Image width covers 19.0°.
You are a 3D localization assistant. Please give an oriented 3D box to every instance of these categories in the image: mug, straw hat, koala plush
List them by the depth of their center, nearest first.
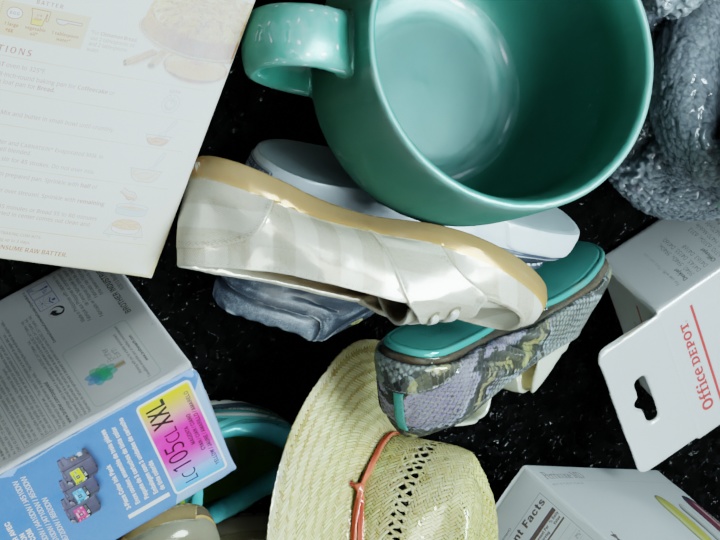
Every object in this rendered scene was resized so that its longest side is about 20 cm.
[{"bbox_3d":[0.039,-0.107,1.056,0.185,0.114,0.153,37,73,-15],"label":"mug"},{"bbox_3d":[0.229,-0.075,1.143,0.176,0.200,0.185,0,120,-31],"label":"koala plush"},{"bbox_3d":[0.029,0.137,1.167,0.201,0.084,0.203,5,90,-66],"label":"straw hat"}]

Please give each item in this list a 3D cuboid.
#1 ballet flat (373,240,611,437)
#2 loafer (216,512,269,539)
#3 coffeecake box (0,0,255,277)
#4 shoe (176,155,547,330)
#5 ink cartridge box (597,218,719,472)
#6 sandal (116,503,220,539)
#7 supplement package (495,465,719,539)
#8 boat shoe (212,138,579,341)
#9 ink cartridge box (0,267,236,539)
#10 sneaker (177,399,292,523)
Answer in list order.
[{"bbox_3d":[0.072,0.041,1.181,0.200,0.072,0.073,-27,137,-49],"label":"ballet flat"},{"bbox_3d":[-0.037,0.190,1.231,0.075,0.069,0.199,-25,146,38],"label":"loafer"},{"bbox_3d":[-0.140,-0.108,0.984,0.152,0.073,0.201,8,116,-34],"label":"coffeecake box"},{"bbox_3d":[0.000,0.000,1.061,0.199,0.070,0.054,19,74,-20],"label":"shoe"},{"bbox_3d":[0.218,0.016,1.286,0.199,0.067,0.116,-33,132,-9],"label":"ink cartridge box"},{"bbox_3d":[-0.089,0.195,1.130,0.080,0.054,0.201,-23,143,-12],"label":"sandal"},{"bbox_3d":[0.138,0.212,1.299,0.156,0.111,0.199,-57,152,13],"label":"supplement package"},{"bbox_3d":[0.017,-0.010,1.152,0.199,0.071,0.091,9,116,-27],"label":"boat shoe"},{"bbox_3d":[-0.179,0.088,1.049,0.199,0.136,0.077,-27,125,-12],"label":"ink cartridge box"},{"bbox_3d":[-0.117,0.111,1.128,0.199,0.079,0.078,-18,101,-28],"label":"sneaker"}]
